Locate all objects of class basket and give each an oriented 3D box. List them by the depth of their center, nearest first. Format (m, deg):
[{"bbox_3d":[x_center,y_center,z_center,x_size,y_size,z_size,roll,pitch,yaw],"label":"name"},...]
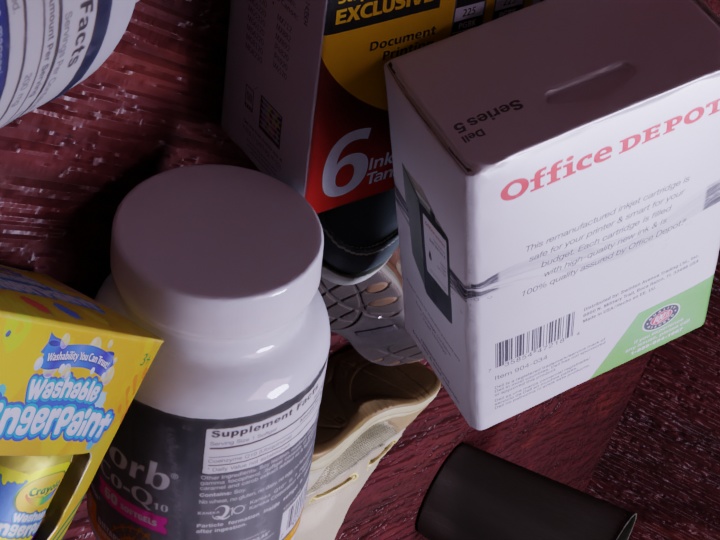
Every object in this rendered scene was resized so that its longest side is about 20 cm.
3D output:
[{"bbox_3d":[0.174,0.282,1.551,0.180,0.200,0.136,-35,147,-56],"label":"basket"}]

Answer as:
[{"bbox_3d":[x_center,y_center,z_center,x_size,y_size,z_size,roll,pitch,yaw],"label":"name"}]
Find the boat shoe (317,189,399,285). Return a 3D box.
[{"bbox_3d":[0.018,-0.060,0.837,0.062,0.073,0.200,-44,-177,35],"label":"boat shoe"}]

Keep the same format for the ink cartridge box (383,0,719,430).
[{"bbox_3d":[0.097,-0.032,0.695,0.145,0.084,0.200,-23,143,-13],"label":"ink cartridge box"}]

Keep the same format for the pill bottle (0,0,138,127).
[{"bbox_3d":[-0.128,-0.082,0.370,0.200,0.111,0.111,-42,153,-47],"label":"pill bottle"}]

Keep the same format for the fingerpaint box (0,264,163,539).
[{"bbox_3d":[-0.174,0.076,0.523,0.167,0.073,0.200,-63,162,0],"label":"fingerpaint box"}]

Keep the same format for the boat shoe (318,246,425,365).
[{"bbox_3d":[0.000,0.000,0.921,0.200,0.076,0.072,50,34,-61],"label":"boat shoe"}]

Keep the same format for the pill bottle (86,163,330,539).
[{"bbox_3d":[-0.075,0.055,0.697,0.116,0.116,0.200,-45,154,-43],"label":"pill bottle"}]

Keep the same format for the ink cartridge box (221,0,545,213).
[{"bbox_3d":[0.042,-0.139,0.683,0.200,0.084,0.176,-20,140,-27],"label":"ink cartridge box"}]

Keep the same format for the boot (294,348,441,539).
[{"bbox_3d":[-0.022,0.149,1.039,0.200,0.073,0.156,-30,142,-56],"label":"boot"}]
